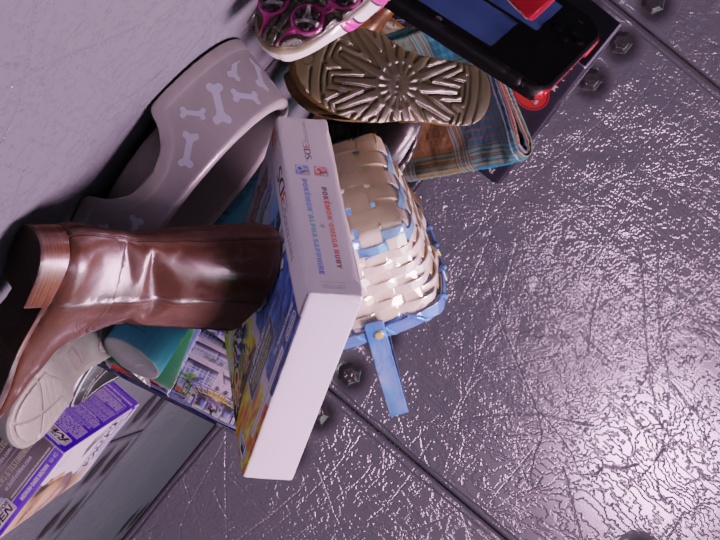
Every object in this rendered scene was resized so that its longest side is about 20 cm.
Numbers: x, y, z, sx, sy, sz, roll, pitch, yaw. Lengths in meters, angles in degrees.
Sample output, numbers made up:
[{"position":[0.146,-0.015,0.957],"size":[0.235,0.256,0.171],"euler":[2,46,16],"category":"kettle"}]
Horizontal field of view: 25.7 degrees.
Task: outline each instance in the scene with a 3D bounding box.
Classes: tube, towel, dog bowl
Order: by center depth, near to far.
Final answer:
[{"position":[-0.129,-0.074,1.162],"size":[0.200,0.059,0.200],"euler":[-50,175,-5],"category":"dog bowl"},{"position":[-0.130,-0.008,1.257],"size":[0.077,0.050,0.200],"euler":[0,-130,48],"category":"tube"},{"position":[0.065,-0.156,1.465],"size":[0.022,0.147,0.199],"euler":[-31,-166,-37],"category":"towel"}]

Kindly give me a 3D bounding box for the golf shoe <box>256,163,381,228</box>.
[{"position":[-0.045,-0.044,1.461],"size":[0.097,0.200,0.078],"euler":[5,-126,49],"category":"golf shoe"}]

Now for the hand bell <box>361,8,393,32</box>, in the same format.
[{"position":[0.041,-0.250,1.420],"size":[0.200,0.104,0.104],"euler":[-39,177,3],"category":"hand bell"}]

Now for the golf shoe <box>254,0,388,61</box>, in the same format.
[{"position":[-0.002,-0.207,1.129],"size":[0.200,0.072,0.092],"euler":[-48,159,-27],"category":"golf shoe"}]

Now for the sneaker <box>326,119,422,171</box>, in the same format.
[{"position":[-0.030,-0.106,1.471],"size":[0.200,0.091,0.076],"euler":[-32,-143,25],"category":"sneaker"}]

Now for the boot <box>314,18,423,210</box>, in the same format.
[{"position":[0.030,-0.136,1.589],"size":[0.066,0.175,0.200],"euler":[-49,180,-38],"category":"boot"}]

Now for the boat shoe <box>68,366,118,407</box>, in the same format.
[{"position":[-0.206,0.065,1.493],"size":[0.199,0.068,0.074],"euler":[-48,175,-33],"category":"boat shoe"}]

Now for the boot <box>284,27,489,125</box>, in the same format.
[{"position":[-0.013,-0.149,1.270],"size":[0.200,0.174,0.067],"euler":[15,-89,62],"category":"boot"}]

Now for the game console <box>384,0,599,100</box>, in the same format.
[{"position":[0.088,-0.216,1.257],"size":[0.031,0.199,0.177],"euler":[-61,171,29],"category":"game console"}]

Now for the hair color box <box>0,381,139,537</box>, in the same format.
[{"position":[-0.295,0.170,1.504],"size":[0.109,0.065,0.200],"euler":[-51,175,14],"category":"hair color box"}]

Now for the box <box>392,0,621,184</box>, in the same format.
[{"position":[0.123,-0.224,1.583],"size":[0.104,0.200,0.182],"euler":[-49,175,-45],"category":"box"}]

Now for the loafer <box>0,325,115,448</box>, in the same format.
[{"position":[-0.232,0.050,1.227],"size":[0.200,0.063,0.072],"euler":[-53,146,-35],"category":"loafer"}]

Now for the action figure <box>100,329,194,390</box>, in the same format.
[{"position":[-0.154,-0.003,1.322],"size":[0.201,0.118,0.055],"euler":[-60,160,-16],"category":"action figure"}]

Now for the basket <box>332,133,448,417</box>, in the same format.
[{"position":[0.000,0.000,1.322],"size":[0.138,0.201,0.177],"euler":[-19,-139,3],"category":"basket"}]

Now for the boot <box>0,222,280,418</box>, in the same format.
[{"position":[-0.161,0.038,1.094],"size":[0.199,0.064,0.187],"euler":[-2,140,-39],"category":"boot"}]

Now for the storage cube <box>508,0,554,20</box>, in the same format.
[{"position":[0.131,-0.301,1.051],"size":[0.180,0.200,0.171],"euler":[-45,179,25],"category":"storage cube"}]

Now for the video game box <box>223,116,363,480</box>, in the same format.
[{"position":[-0.056,0.020,1.157],"size":[0.183,0.047,0.201],"euler":[-100,-157,-45],"category":"video game box"}]

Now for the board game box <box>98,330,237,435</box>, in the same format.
[{"position":[-0.128,0.022,1.390],"size":[0.201,0.199,0.062],"euler":[-64,180,-12],"category":"board game box"}]
